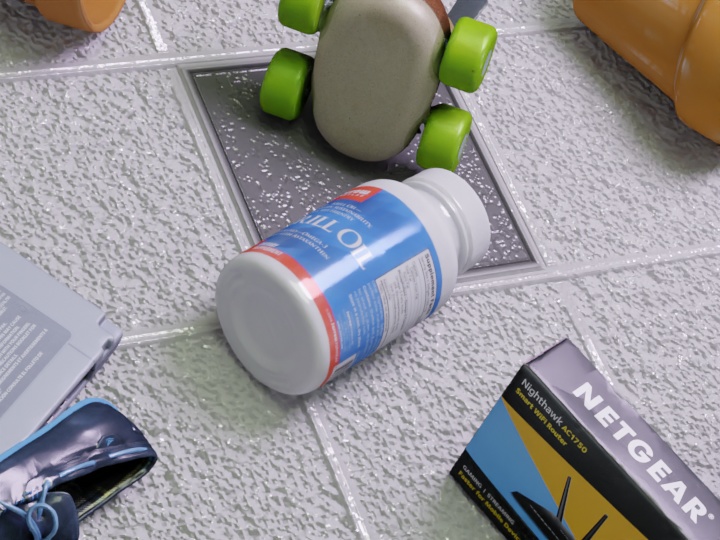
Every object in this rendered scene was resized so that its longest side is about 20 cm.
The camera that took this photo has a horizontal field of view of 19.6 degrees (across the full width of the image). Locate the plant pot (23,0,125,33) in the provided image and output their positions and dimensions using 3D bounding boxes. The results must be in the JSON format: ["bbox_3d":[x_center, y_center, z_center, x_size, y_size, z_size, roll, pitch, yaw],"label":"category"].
[{"bbox_3d":[-0.252,-0.293,1.604,0.140,0.200,0.200,11,50,6],"label":"plant pot"}]

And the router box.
[{"bbox_3d":[0.166,0.166,1.441,0.051,0.149,0.200,-30,69,-37],"label":"router box"}]

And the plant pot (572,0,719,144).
[{"bbox_3d":[0.290,-0.232,1.781,0.183,0.200,0.200,32,47,23],"label":"plant pot"}]

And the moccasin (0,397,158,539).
[{"bbox_3d":[-0.206,0.151,1.342,0.068,0.081,0.200,32,49,17],"label":"moccasin"}]

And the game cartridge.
[{"bbox_3d":[-0.268,0.071,1.410,0.133,0.040,0.200,36,49,2],"label":"game cartridge"}]

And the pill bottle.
[{"bbox_3d":[0.000,0.000,1.524,0.200,0.112,0.112,-32,71,-38],"label":"pill bottle"}]

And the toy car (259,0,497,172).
[{"bbox_3d":[0.034,-0.195,1.673,0.164,0.158,0.200,20,37,7],"label":"toy car"}]
